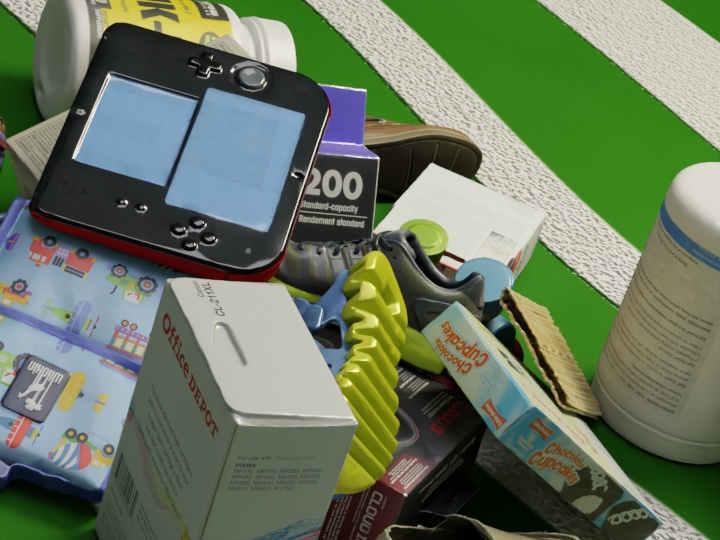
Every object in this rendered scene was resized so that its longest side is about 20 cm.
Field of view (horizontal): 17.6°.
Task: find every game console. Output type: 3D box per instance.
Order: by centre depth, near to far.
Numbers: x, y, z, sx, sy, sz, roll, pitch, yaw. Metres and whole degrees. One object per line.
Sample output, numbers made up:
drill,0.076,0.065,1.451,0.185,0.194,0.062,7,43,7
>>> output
game console,-0.121,-0.084,1.633,0.176,0.031,0.200,19,49,-3

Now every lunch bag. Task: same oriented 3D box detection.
lunch bag,-0.209,0.071,1.560,0.150,0.094,0.200,23,48,2

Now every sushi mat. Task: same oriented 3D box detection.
sushi mat,0.141,0.063,1.698,0.096,0.012,0.200,61,8,11

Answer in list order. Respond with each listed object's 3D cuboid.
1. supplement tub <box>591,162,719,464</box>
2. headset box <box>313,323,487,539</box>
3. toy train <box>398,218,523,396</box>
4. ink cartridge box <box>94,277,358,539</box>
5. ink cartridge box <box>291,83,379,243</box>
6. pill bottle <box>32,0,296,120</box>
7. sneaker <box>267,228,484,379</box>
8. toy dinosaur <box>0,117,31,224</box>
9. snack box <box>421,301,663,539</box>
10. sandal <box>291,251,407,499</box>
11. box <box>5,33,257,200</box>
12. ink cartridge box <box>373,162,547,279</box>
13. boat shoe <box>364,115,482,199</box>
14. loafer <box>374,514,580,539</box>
supplement tub,0.266,0.032,1.770,0.132,0.200,0.132,15,30,-9
headset box,-0.015,0.115,1.595,0.200,0.075,0.149,29,30,16
toy train,0.038,0.007,1.745,0.085,0.116,0.200,-30,54,-31
ink cartridge box,-0.085,0.126,1.412,0.083,0.200,0.146,3,34,-26
ink cartridge box,-0.084,-0.047,1.714,0.198,0.201,0.043,4,-2,-24
pill bottle,-0.163,-0.171,1.940,0.200,0.114,0.114,3,34,-26
sneaker,0.000,0.000,1.651,0.200,0.081,0.074,24,14,1
toy dinosaur,-0.317,-0.063,1.658,0.200,0.105,0.181,-19,4,8
snack box,0.128,0.111,1.615,0.200,0.037,0.116,42,8,-45
sandal,-0.022,0.075,1.523,0.087,0.080,0.200,-14,35,18
box,-0.157,-0.091,1.769,0.200,0.078,0.095,-27,48,-18
ink cartridge box,0.075,-0.020,1.871,0.109,0.050,0.200,24,23,8
boat shoe,0.009,-0.104,1.971,0.200,0.072,0.068,-2,37,-33
loafer,0.082,0.198,1.522,0.200,0.068,0.076,-3,37,-33
